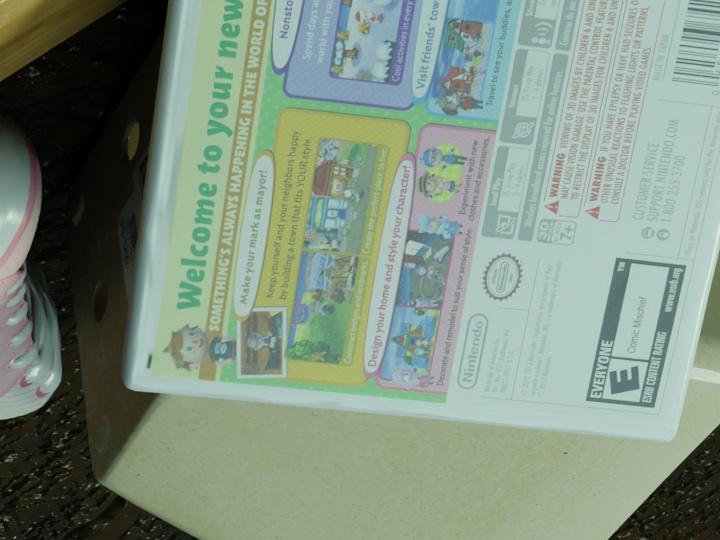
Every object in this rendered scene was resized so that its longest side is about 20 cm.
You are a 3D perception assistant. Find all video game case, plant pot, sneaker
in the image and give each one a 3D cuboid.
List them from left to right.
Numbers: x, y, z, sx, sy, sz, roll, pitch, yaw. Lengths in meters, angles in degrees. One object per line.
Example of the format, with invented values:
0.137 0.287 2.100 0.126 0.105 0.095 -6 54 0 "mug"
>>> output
-0.142 0.001 0.979 0.104 0.075 0.200 5 152 -34 "sneaker"
0.000 0.000 0.973 0.177 0.200 0.200 9 140 -25 "plant pot"
0.028 -0.046 0.821 0.182 0.022 0.200 6 115 -8 "video game case"

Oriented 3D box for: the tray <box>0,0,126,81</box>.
-0.142 -0.067 0.812 0.200 0.037 0.099 -35 174 -19 "tray"
